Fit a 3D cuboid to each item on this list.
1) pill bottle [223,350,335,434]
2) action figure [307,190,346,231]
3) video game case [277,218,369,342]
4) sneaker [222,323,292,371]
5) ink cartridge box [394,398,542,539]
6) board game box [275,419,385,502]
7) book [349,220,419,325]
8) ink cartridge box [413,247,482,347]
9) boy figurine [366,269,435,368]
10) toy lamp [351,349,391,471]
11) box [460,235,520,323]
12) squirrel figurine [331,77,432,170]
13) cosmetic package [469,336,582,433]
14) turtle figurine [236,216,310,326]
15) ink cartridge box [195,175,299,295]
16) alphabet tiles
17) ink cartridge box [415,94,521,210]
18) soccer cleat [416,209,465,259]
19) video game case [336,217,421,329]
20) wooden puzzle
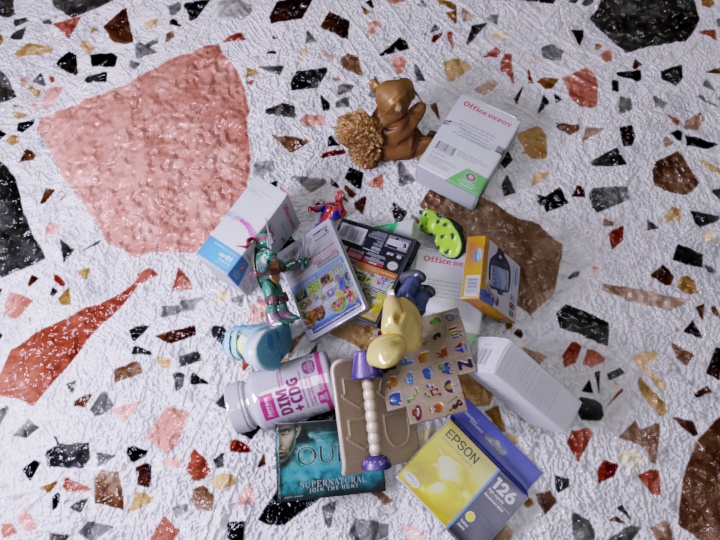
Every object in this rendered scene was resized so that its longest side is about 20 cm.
[{"bbox_3d":[-0.145,0.232,1.134,0.200,0.113,0.114,-17,72,-2],"label":"pill bottle"},{"bbox_3d":[-0.085,-0.093,1.244,0.065,0.099,0.200,21,72,17],"label":"action figure"},{"bbox_3d":[-0.077,0.019,1.178,0.143,0.018,0.200,-32,68,23],"label":"video game case"},{"bbox_3d":[-0.213,0.147,1.133,0.130,0.200,0.080,-7,92,9],"label":"sneaker"},{"bbox_3d":[0.201,0.374,1.100,0.198,0.047,0.200,44,81,9],"label":"ink cartridge box"},{"bbox_3d":[-0.055,0.340,1.098,0.200,0.028,0.136,1,74,-21],"label":"board game box"},{"bbox_3d":[0.046,0.005,1.199,0.133,0.048,0.200,-8,64,38],"label":"book"},{"bbox_3d":[0.165,0.068,1.184,0.145,0.088,0.200,9,74,5],"label":"ink cartridge box"},{"bbox_3d":[0.074,0.096,1.055,0.064,0.124,0.200,-9,41,39],"label":"boy figurine"},{"bbox_3d":[0.017,0.238,1.039,0.058,0.058,0.201,-4,83,2],"label":"toy lamp"},{"bbox_3d":[0.255,0.024,1.142,0.041,0.200,0.119,-3,70,37],"label":"box"},{"bbox_3d":[0.047,-0.307,1.257,0.200,0.187,0.142,-34,74,-8],"label":"squirrel figurine"},{"bbox_3d":[0.289,0.205,1.084,0.200,0.102,0.074,39,73,-19],"label":"cosmetic package"},{"bbox_3d":[-0.159,0.000,1.135,0.100,0.150,0.201,-5,94,28],"label":"turtle figurine"},{"bbox_3d":[-0.220,-0.068,1.216,0.085,0.145,0.200,30,76,14],"label":"ink cartridge box"},{"bbox_3d":[0.117,0.169,1.069,0.167,0.008,0.200,-15,52,6],"label":"alphabet tiles"},{"bbox_3d":[0.229,-0.252,1.284,0.146,0.084,0.200,30,76,11],"label":"ink cartridge box"},{"bbox_3d":[0.174,-0.073,1.183,0.081,0.200,0.068,12,109,-19],"label":"soccer cleat"},{"bbox_3d":[0.000,0.000,1.188,0.200,0.025,0.181,20,80,38],"label":"video game case"},{"bbox_3d":[0.022,0.259,1.105,0.185,0.046,0.201,3,78,-40],"label":"wooden puzzle"}]
